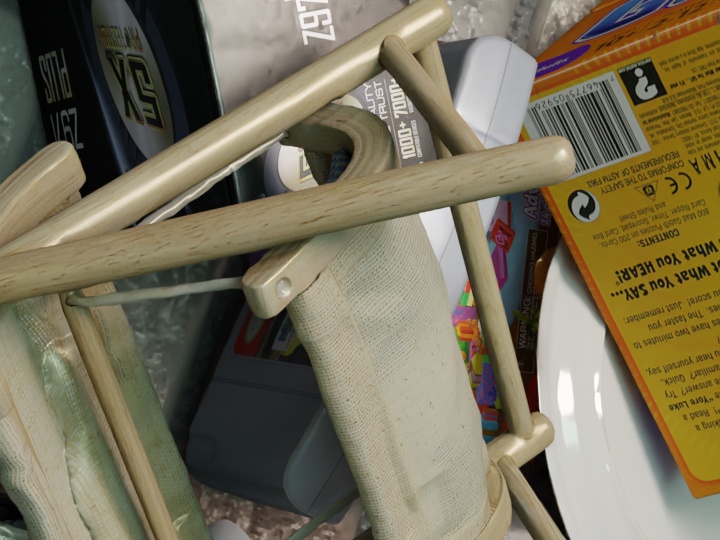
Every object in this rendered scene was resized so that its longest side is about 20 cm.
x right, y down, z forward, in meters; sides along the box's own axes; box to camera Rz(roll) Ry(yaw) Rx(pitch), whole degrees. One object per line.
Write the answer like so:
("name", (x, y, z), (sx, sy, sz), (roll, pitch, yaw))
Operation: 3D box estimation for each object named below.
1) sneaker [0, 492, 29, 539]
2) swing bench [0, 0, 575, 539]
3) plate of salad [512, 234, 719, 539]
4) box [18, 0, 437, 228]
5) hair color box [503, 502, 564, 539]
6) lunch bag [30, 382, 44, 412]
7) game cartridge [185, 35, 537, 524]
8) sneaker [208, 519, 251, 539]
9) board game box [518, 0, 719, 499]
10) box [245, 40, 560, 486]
("sneaker", (-0.197, 0.128, 0.898), (0.198, 0.078, 0.087), (6, 92, -14))
("swing bench", (-0.022, 0.050, 0.749), (0.199, 0.130, 0.200), (-22, 123, -8))
("plate of salad", (0.121, 0.068, 1.020), (0.200, 0.048, 0.202), (25, 60, -53))
("box", (-0.062, -0.094, 0.885), (0.086, 0.200, 0.165), (-13, 95, -25))
("hair color box", (0.041, 0.153, 0.913), (0.109, 0.200, 0.065), (-13, 96, -1))
("lunch bag", (-0.169, -0.014, 0.799), (0.075, 0.160, 0.201), (-21, 93, -16))
("game cartridge", (0.000, 0.000, 0.906), (0.041, 0.133, 0.201), (28, 79, -26))
("sneaker", (-0.045, 0.208, 0.958), (0.070, 0.073, 0.201), (-20, 96, -21))
("board game box", (0.219, -0.054, 0.972), (0.200, 0.199, 0.201), (-41, 107, -50))
("box", (0.020, -0.002, 1.007), (0.136, 0.039, 0.202), (8, 86, -23))
